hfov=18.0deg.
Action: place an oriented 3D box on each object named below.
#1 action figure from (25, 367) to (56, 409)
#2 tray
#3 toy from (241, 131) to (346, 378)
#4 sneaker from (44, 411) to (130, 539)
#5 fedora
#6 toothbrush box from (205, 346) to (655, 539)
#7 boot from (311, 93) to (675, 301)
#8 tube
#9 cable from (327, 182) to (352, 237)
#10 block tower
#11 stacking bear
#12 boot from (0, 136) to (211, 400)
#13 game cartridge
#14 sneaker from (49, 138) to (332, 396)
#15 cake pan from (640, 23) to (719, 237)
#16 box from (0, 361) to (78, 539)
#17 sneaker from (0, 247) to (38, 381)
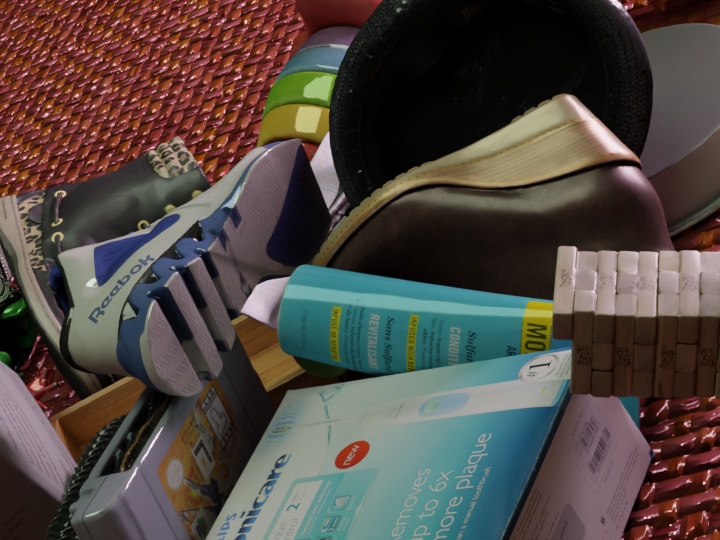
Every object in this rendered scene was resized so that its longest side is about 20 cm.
[{"bbox_3d":[-0.249,0.064,1.516,0.099,0.065,0.200,-36,61,9],"label":"action figure"},{"bbox_3d":[-0.103,0.087,1.422,0.200,0.037,0.099,-27,29,10],"label":"tray"},{"bbox_3d":[0.000,0.000,1.404,0.200,0.115,0.047,-64,-5,-54],"label":"toy"},{"bbox_3d":[-0.117,0.147,1.296,0.070,0.093,0.200,-19,21,19],"label":"sneaker"},{"bbox_3d":[0.084,-0.093,1.343,0.201,0.201,0.092,-22,-3,21],"label":"fedora"},{"bbox_3d":[0.031,0.127,1.175,0.200,0.085,0.146,-11,35,37],"label":"toothbrush box"},{"bbox_3d":[0.080,0.014,1.249,0.200,0.072,0.166,-33,67,12],"label":"boot"},{"bbox_3d":[0.056,0.039,1.217,0.200,0.077,0.050,10,31,20],"label":"tube"},{"bbox_3d":[0.009,-0.058,1.387,0.050,0.097,0.200,-41,4,36],"label":"cable"},{"bbox_3d":[0.194,0.027,1.105,0.200,0.058,0.054,3,38,6],"label":"block tower"},{"bbox_3d":[-0.026,-0.080,1.524,0.114,0.121,0.200,20,62,7],"label":"stacking bear"},{"bbox_3d":[-0.162,-0.005,1.573,0.151,0.073,0.200,-24,44,-7],"label":"boot"},{"bbox_3d":[-0.086,0.128,1.236,0.042,0.133,0.200,-18,24,27],"label":"game cartridge"},{"bbox_3d":[-0.108,-0.005,1.269,0.115,0.081,0.199,-1,33,32],"label":"sneaker"},{"bbox_3d":[0.169,-0.085,1.400,0.200,0.037,0.200,-25,30,16],"label":"cake pan"},{"bbox_3d":[-0.289,0.136,1.339,0.200,0.171,0.199,-42,43,0],"label":"box"},{"bbox_3d":[-0.266,0.034,1.642,0.085,0.078,0.200,-19,41,13],"label":"sneaker"}]
